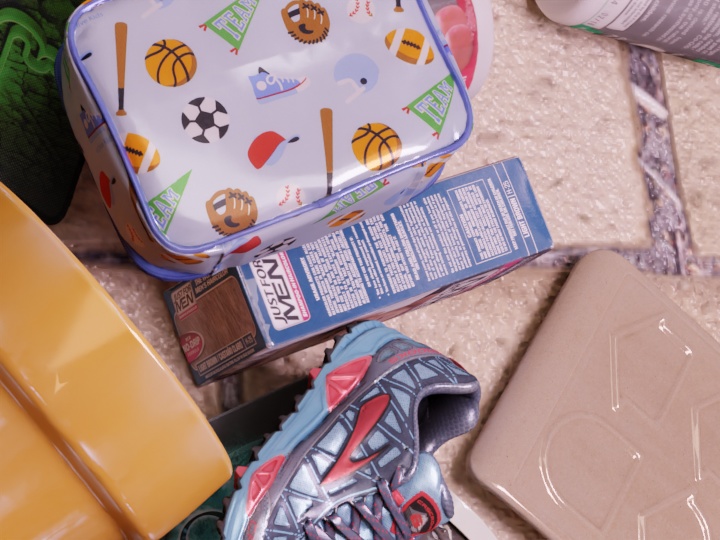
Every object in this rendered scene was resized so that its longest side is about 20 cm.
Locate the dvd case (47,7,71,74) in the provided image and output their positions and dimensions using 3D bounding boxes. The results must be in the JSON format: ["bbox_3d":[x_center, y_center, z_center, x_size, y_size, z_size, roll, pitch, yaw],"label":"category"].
[{"bbox_3d":[-0.233,-0.204,1.012,0.145,0.022,0.202,0,76,-29],"label":"dvd case"}]

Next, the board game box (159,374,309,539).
[{"bbox_3d":[-0.046,0.137,1.008,0.199,0.028,0.136,-23,88,-32],"label":"board game box"}]

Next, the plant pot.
[{"bbox_3d":[-0.192,0.082,0.858,0.183,0.200,0.200,-42,97,-13],"label":"plant pot"}]

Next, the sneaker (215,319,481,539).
[{"bbox_3d":[-0.002,0.109,0.917,0.095,0.080,0.201,18,55,22],"label":"sneaker"}]

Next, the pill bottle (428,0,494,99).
[{"bbox_3d":[-0.030,-0.127,1.049,0.199,0.111,0.111,-18,84,-32],"label":"pill bottle"}]

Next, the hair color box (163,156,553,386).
[{"bbox_3d":[0.000,0.000,1.033,0.199,0.100,0.061,-18,83,-31],"label":"hair color box"}]

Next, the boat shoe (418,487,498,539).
[{"bbox_3d":[0.066,0.192,1.016,0.061,0.072,0.202,-44,124,-11],"label":"boat shoe"}]

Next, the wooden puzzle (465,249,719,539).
[{"bbox_3d":[0.175,0.115,1.132,0.200,0.046,0.186,38,60,-9],"label":"wooden puzzle"}]

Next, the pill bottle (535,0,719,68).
[{"bbox_3d":[0.222,-0.197,1.210,0.199,0.113,0.114,11,70,-26],"label":"pill bottle"}]

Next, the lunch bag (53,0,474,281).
[{"bbox_3d":[-0.047,-0.095,0.933,0.199,0.076,0.161,-22,80,-19],"label":"lunch bag"}]

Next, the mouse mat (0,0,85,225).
[{"bbox_3d":[-0.199,-0.136,0.958,0.200,0.007,0.162,39,57,-43],"label":"mouse mat"}]
